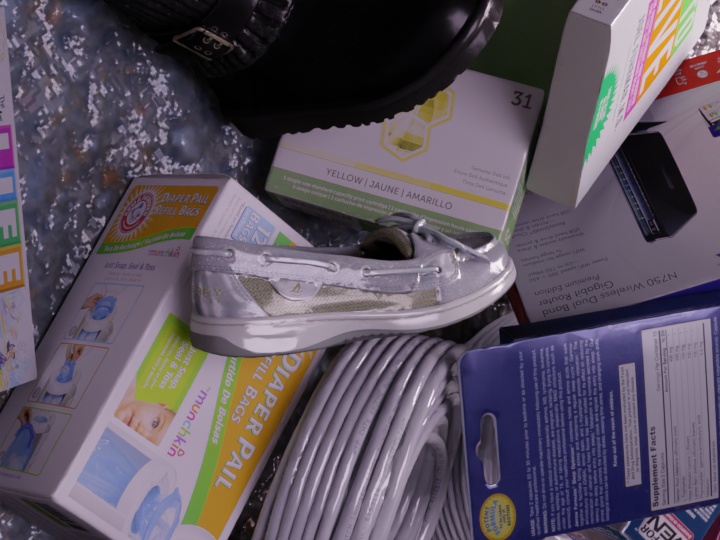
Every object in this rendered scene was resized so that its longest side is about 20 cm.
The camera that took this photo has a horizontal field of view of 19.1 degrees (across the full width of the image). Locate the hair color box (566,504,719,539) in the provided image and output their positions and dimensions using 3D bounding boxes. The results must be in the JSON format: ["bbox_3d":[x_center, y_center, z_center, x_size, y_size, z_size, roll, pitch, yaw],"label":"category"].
[{"bbox_3d":[0.197,0.082,1.310,0.061,0.100,0.200,44,75,-30],"label":"hair color box"}]

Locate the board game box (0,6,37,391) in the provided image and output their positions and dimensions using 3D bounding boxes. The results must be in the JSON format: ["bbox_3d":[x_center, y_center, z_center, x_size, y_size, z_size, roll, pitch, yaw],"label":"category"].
[{"bbox_3d":[-0.216,-0.033,1.087,0.134,0.034,0.202,-23,109,-72],"label":"board game box"}]

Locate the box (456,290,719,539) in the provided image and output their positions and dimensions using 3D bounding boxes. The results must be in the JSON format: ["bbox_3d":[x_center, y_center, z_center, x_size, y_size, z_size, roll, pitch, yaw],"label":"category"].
[{"bbox_3d":[0.148,0.082,1.206,0.199,0.032,0.122,-9,106,-15],"label":"box"}]

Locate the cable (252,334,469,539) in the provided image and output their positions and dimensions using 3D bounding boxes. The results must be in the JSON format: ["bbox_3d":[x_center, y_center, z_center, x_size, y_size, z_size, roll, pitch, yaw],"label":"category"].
[{"bbox_3d":[0.001,0.128,1.216,0.200,0.069,0.201,-55,160,-47],"label":"cable"}]

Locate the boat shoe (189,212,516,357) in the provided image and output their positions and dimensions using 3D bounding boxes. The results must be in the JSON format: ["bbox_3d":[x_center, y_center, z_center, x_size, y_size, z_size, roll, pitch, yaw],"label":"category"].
[{"bbox_3d":[-0.002,0.000,1.145,0.201,0.074,0.065,-10,102,-30],"label":"boat shoe"}]

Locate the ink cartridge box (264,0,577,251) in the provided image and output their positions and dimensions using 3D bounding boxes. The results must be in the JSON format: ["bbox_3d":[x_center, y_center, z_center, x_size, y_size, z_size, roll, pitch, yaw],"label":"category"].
[{"bbox_3d":[0.043,-0.116,1.262,0.048,0.145,0.201,54,53,-76],"label":"ink cartridge box"}]

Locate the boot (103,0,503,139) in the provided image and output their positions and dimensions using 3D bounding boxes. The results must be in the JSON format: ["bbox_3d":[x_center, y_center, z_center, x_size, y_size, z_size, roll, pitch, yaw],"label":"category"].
[{"bbox_3d":[-0.044,-0.150,1.153,0.158,0.210,0.080,46,47,-33],"label":"boot"}]

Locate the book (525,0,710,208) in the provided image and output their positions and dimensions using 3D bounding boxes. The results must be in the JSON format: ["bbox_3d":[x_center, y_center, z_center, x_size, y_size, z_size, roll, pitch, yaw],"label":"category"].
[{"bbox_3d":[0.159,-0.148,1.252,0.200,0.048,0.134,-53,160,-41],"label":"book"}]

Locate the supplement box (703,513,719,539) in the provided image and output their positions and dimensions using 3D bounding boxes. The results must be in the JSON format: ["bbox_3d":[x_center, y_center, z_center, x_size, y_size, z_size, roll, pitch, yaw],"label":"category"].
[{"bbox_3d":[0.255,0.174,1.464,0.110,0.085,0.201,33,72,-33],"label":"supplement box"}]

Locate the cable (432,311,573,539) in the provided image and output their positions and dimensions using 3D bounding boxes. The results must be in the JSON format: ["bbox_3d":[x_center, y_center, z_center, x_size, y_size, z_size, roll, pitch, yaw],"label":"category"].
[{"bbox_3d":[0.129,0.121,1.377,0.199,0.069,0.202,-5,95,-37],"label":"cable"}]

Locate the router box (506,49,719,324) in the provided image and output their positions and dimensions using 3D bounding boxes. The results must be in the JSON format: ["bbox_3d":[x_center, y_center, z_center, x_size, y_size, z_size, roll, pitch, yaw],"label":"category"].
[{"bbox_3d":[0.176,-0.039,1.292,0.199,0.180,0.049,-17,137,-2],"label":"router box"}]

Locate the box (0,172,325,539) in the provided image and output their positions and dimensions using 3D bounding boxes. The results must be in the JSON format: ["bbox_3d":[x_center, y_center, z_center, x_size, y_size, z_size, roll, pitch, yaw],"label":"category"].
[{"bbox_3d":[-0.107,0.059,1.175,0.112,0.101,0.201,38,69,-32],"label":"box"}]
